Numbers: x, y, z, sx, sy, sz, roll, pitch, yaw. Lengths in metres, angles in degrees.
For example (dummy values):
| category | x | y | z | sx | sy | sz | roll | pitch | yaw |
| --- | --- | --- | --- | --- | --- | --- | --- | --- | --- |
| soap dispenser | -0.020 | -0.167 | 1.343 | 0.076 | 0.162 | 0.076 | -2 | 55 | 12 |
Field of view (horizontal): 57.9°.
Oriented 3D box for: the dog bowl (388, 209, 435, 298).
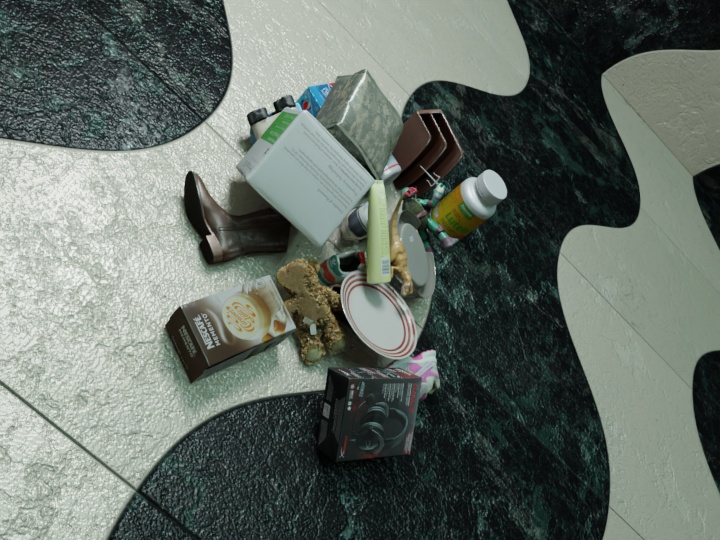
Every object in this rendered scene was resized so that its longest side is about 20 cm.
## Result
| category | x | y | z | sx | sy | sz | roll | pitch | yaw |
| --- | --- | --- | --- | --- | --- | --- | --- | --- | --- |
| dog bowl | 0.105 | -0.031 | 1.478 | 0.200 | 0.057 | 0.205 | 41 | 42 | -50 |

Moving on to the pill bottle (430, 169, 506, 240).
| category | x | y | z | sx | sy | sz | roll | pitch | yaw |
| --- | --- | --- | --- | --- | --- | --- | --- | --- | --- |
| pill bottle | 0.273 | -0.163 | 1.647 | 0.109 | 0.199 | 0.113 | 20 | 51 | -28 |

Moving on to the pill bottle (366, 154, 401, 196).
| category | x | y | z | sx | sy | sz | roll | pitch | yaw |
| --- | --- | --- | --- | --- | --- | --- | --- | --- | --- |
| pill bottle | 0.004 | -0.291 | 1.567 | 0.108 | 0.108 | 0.202 | -29 | 83 | -46 |

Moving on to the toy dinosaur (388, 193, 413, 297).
| category | x | y | z | sx | sy | sz | roll | pitch | yaw |
| --- | --- | --- | --- | --- | --- | --- | --- | --- | --- |
| toy dinosaur | 0.069 | -0.046 | 1.363 | 0.060 | 0.104 | 0.206 | -6 | 85 | -67 |

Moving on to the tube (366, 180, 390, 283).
| category | x | y | z | sx | sy | sz | roll | pitch | yaw |
| --- | --- | --- | --- | --- | --- | --- | --- | --- | --- |
| tube | 0.035 | -0.078 | 1.310 | 0.051 | 0.058 | 0.206 | -3 | 97 | -20 |

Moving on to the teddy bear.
| category | x | y | z | sx | sy | sz | roll | pitch | yaw |
| --- | --- | --- | --- | --- | --- | --- | --- | --- | --- |
| teddy bear | -0.098 | 0.079 | 1.258 | 0.144 | 0.067 | 0.201 | -39 | 96 | -6 |

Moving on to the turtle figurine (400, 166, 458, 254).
| category | x | y | z | sx | sy | sz | roll | pitch | yaw |
| --- | --- | --- | --- | --- | --- | --- | --- | --- | --- |
| turtle figurine | 0.150 | -0.138 | 1.577 | 0.100 | 0.149 | 0.204 | -29 | 94 | -30 |

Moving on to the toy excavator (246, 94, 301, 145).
| category | x | y | z | sx | sy | sz | roll | pitch | yaw |
| --- | --- | --- | --- | --- | --- | --- | --- | --- | --- |
| toy excavator | -0.154 | -0.317 | 1.459 | 0.191 | 0.200 | 0.102 | -25 | 93 | -6 |

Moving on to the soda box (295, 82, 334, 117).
| category | x | y | z | sx | sy | sz | roll | pitch | yaw |
| --- | --- | --- | --- | --- | --- | --- | --- | --- | --- |
| soda box | -0.065 | -0.421 | 1.617 | 0.198 | 0.068 | 0.065 | -27 | 82 | -46 |

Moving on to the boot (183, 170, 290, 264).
| category | x | y | z | sx | sy | sz | roll | pitch | yaw |
| --- | --- | --- | --- | --- | --- | --- | --- | --- | --- |
| boot | -0.236 | -0.113 | 1.280 | 0.197 | 0.064 | 0.191 | -15 | 87 | -41 |

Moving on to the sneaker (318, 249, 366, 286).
| category | x | y | z | sx | sy | sz | roll | pitch | yaw |
| --- | --- | --- | --- | --- | --- | --- | --- | --- | --- |
| sneaker | 0.000 | 0.000 | 1.389 | 0.196 | 0.093 | 0.072 | 2 | 62 | -39 |

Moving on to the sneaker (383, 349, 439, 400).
| category | x | y | z | sx | sy | sz | roll | pitch | yaw |
| --- | --- | --- | --- | --- | --- | --- | --- | --- | --- |
| sneaker | 0.102 | 0.227 | 1.343 | 0.197 | 0.081 | 0.090 | -8 | 67 | -42 |

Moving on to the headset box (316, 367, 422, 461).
| category | x | y | z | sx | sy | sz | roll | pitch | yaw |
| --- | --- | --- | --- | --- | --- | --- | --- | --- | --- |
| headset box | 0.026 | 0.263 | 1.212 | 0.196 | 0.077 | 0.153 | 8 | 94 | -36 |

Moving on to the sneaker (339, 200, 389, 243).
| category | x | y | z | sx | sy | sz | roll | pitch | yaw |
| --- | --- | --- | --- | --- | --- | --- | --- | --- | --- |
| sneaker | 0.008 | -0.113 | 1.488 | 0.080 | 0.078 | 0.199 | 62 | 19 | 2 |

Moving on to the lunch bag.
| category | x | y | z | sx | sy | sz | roll | pitch | yaw |
| --- | --- | --- | --- | --- | --- | --- | --- | --- | --- |
| lunch bag | 0.003 | -0.310 | 1.446 | 0.200 | 0.116 | 0.167 | 44 | 61 | -38 |

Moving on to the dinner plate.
| category | x | y | z | sx | sy | sz | roll | pitch | yaw |
| --- | --- | --- | --- | --- | --- | --- | --- | --- | --- |
| dinner plate | 0.034 | 0.091 | 1.303 | 0.197 | 0.024 | 0.203 | 28 | 40 | -25 |

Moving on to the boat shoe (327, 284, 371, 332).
| category | x | y | z | sx | sy | sz | roll | pitch | yaw |
| --- | --- | --- | --- | --- | --- | --- | --- | --- | --- |
| boat shoe | -0.001 | 0.088 | 1.352 | 0.197 | 0.070 | 0.072 | 23 | 49 | -29 |

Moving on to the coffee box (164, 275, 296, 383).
| category | x | y | z | sx | sy | sz | roll | pitch | yaw |
| --- | --- | --- | --- | --- | --- | --- | --- | --- | --- |
| coffee box | -0.225 | 0.099 | 1.145 | 0.198 | 0.079 | 0.116 | -22 | 78 | -46 |

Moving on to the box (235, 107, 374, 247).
| category | x | y | z | sx | sy | sz | roll | pitch | yaw |
| --- | --- | --- | --- | --- | --- | --- | --- | --- | --- |
| box | -0.114 | -0.189 | 1.282 | 0.199 | 0.172 | 0.199 | 41 | 0 | -23 |

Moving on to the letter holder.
| category | x | y | z | sx | sy | sz | roll | pitch | yaw |
| --- | --- | --- | --- | --- | --- | --- | --- | --- | --- |
| letter holder | 0.138 | -0.275 | 1.603 | 0.099 | 0.199 | 0.145 | -15 | 74 | -44 |
